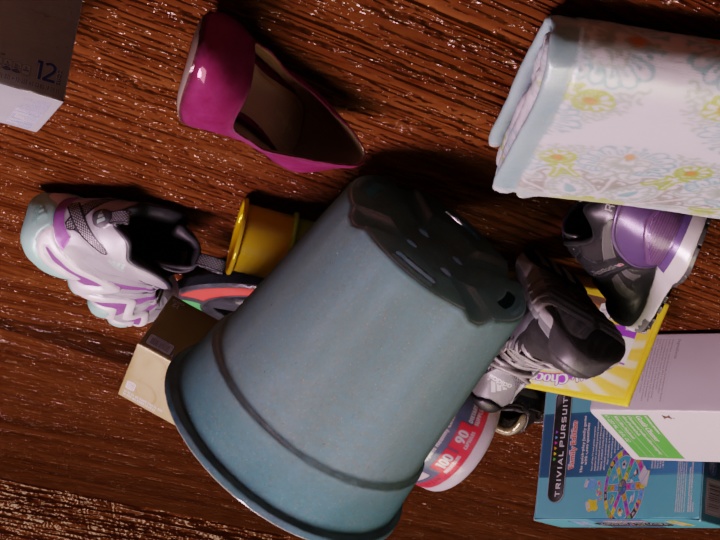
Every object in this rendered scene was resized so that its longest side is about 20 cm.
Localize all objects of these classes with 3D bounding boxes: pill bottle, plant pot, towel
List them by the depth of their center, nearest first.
[{"bbox_3d":[0.169,-0.083,0.919,0.171,0.048,0.200,5,164,-4],"label":"towel"},{"bbox_3d":[0.001,0.053,1.127,0.200,0.200,0.196,20,119,-37],"label":"plant pot"},{"bbox_3d":[0.007,0.095,1.362,0.200,0.120,0.120,27,158,-23],"label":"pill bottle"}]

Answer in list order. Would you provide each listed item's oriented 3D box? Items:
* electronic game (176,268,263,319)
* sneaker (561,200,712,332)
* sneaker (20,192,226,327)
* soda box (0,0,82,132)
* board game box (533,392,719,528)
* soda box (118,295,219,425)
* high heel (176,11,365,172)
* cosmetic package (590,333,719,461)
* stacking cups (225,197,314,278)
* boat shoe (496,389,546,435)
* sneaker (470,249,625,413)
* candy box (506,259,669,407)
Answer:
[{"bbox_3d":[-0.072,0.036,1.457,0.200,0.042,0.200,7,165,2],"label":"electronic game"},{"bbox_3d":[0.181,-0.021,1.118,0.088,0.076,0.200,21,161,5],"label":"sneaker"},{"bbox_3d":[-0.162,-0.003,1.295,0.140,0.078,0.200,1,163,26],"label":"sneaker"},{"bbox_3d":[-0.257,-0.138,0.877,0.200,0.068,0.063,14,162,-22],"label":"soda box"},{"bbox_3d":[0.265,0.172,1.575,0.047,0.151,0.200,20,160,-40],"label":"board game box"},{"bbox_3d":[-0.083,0.105,1.271,0.200,0.064,0.068,29,133,2],"label":"soda box"},{"bbox_3d":[-0.045,-0.097,0.922,0.096,0.067,0.200,17,180,4],"label":"high heel"},{"bbox_3d":[0.319,0.111,1.427,0.200,0.085,0.108,-2,147,37],"label":"cosmetic package"},{"bbox_3d":[0.000,0.000,1.230,0.200,0.061,0.061,16,163,-11],"label":"stacking cups"},{"bbox_3d":[0.148,0.137,1.665,0.073,0.065,0.200,-2,163,26],"label":"boat shoe"},{"bbox_3d":[0.126,0.066,1.184,0.075,0.116,0.200,32,-167,-9],"label":"sneaker"},{"bbox_3d":[0.139,0.047,1.305,0.200,0.102,0.026,11,-153,-12],"label":"candy box"}]
